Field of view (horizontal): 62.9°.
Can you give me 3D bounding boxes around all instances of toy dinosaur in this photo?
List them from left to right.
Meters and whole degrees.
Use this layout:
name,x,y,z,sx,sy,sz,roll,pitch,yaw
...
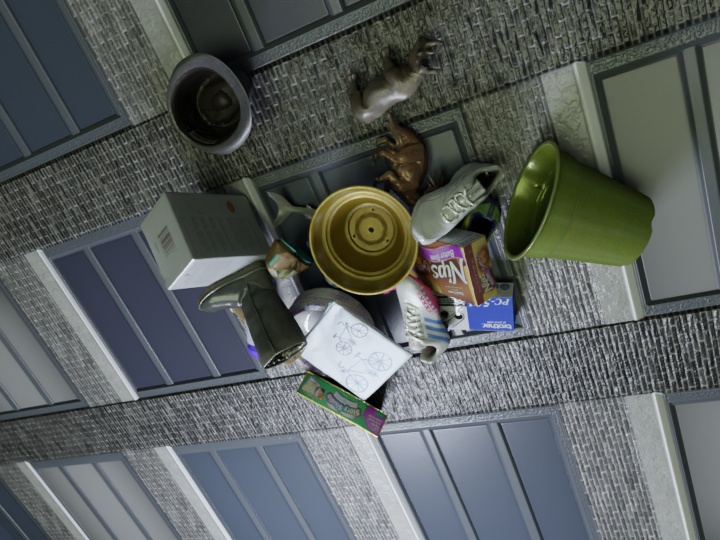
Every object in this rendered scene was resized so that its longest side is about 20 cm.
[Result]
name,x,y,z,sx,sy,sz,roll,pitch,yaw
toy dinosaur,0.093,-0.183,1.056,0.134,0.086,0.202,-2,105,11

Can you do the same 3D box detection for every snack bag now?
name,x,y,z,sx,sy,sz,roll,pitch,yaw
snack bag,-0.021,0.165,1.201,0.199,0.021,0.189,35,127,-6

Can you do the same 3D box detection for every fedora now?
name,x,y,z,sx,sy,sz,roll,pitch,yaw
fedora,-0.263,-0.314,1.094,0.177,0.090,0.199,48,129,-10

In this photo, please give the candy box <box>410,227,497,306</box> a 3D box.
name,x,y,z,sx,sy,sz,roll,pitch,yaw
candy box,0.153,-0.019,1.074,0.200,0.056,0.118,24,137,57

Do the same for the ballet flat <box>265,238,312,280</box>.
name,x,y,z,sx,sy,sz,roll,pitch,yaw
ballet flat,-0.147,-0.016,1.165,0.068,0.200,0.072,41,91,5

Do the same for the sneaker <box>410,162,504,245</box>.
name,x,y,z,sx,sy,sz,roll,pitch,yaw
sneaker,0.162,-0.121,0.995,0.075,0.200,0.087,48,164,-14

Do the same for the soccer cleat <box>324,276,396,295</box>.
name,x,y,z,sx,sy,sz,roll,pitch,yaw
soccer cleat,0.000,0.000,1.173,0.199,0.070,0.087,-2,137,36

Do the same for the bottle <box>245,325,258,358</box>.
name,x,y,z,sx,sy,sz,roll,pitch,yaw
bottle,-0.221,0.107,1.339,0.083,0.065,0.202,10,121,13

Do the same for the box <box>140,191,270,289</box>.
name,x,y,z,sx,sy,sz,roll,pitch,yaw
box,-0.299,-0.060,1.161,0.106,0.199,0.153,-40,69,33

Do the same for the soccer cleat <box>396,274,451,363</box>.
name,x,y,z,sx,sy,sz,roll,pitch,yaw
soccer cleat,0.112,0.096,1.114,0.070,0.086,0.201,11,143,47

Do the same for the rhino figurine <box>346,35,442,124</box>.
name,x,y,z,sx,sy,sz,roll,pitch,yaw
rhino figurine,0.056,-0.318,0.979,0.199,0.060,0.088,-27,71,32

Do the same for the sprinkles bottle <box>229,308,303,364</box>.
name,x,y,z,sx,sy,sz,roll,pitch,yaw
sprinkles bottle,-0.198,0.106,1.212,0.200,0.068,0.069,41,129,26

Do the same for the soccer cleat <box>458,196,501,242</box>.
name,x,y,z,sx,sy,sz,roll,pitch,yaw
soccer cleat,0.198,-0.046,1.089,0.064,0.084,0.201,24,130,2

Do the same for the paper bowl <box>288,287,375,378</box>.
name,x,y,z,sx,sy,sz,roll,pitch,yaw
paper bowl,-0.063,0.125,1.267,0.199,0.105,0.202,9,125,14

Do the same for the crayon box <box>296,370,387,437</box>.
name,x,y,z,sx,sy,sz,roll,pitch,yaw
crayon box,-0.043,0.299,1.333,0.199,0.059,0.173,28,168,2

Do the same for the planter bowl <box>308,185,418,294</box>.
name,x,y,z,sx,sy,sz,roll,pitch,yaw
planter bowl,0.013,-0.064,1.073,0.198,0.084,0.202,5,111,13

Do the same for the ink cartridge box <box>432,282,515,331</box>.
name,x,y,z,sx,sy,sz,roll,pitch,yaw
ink cartridge box,0.205,0.071,1.173,0.198,0.044,0.095,0,130,19

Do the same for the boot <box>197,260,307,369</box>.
name,x,y,z,sx,sy,sz,roll,pitch,yaw
boot,-0.215,0.102,1.152,0.181,0.073,0.201,-30,73,11

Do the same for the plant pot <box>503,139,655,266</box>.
name,x,y,z,sx,sy,sz,roll,pitch,yaw
plant pot,0.363,-0.090,0.966,0.188,0.201,0.201,15,124,-5

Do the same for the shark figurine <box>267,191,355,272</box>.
name,x,y,z,sx,sy,sz,roll,pitch,yaw
shark figurine,-0.076,-0.098,1.157,0.214,0.128,0.090,44,151,23
